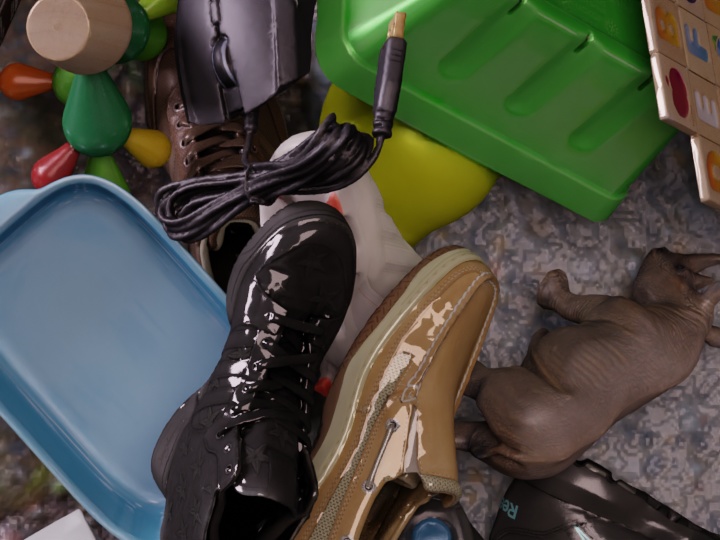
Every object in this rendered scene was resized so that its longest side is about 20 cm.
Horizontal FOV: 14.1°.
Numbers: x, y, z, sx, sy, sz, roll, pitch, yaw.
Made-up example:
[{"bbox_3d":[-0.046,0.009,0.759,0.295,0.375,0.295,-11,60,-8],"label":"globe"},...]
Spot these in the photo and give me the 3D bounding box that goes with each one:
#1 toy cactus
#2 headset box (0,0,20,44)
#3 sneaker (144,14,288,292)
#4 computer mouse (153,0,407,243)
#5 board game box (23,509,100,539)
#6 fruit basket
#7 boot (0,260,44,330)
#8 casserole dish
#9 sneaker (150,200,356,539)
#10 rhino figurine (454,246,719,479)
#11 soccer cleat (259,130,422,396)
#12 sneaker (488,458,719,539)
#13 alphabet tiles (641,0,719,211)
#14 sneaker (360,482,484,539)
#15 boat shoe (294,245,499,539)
[{"bbox_3d":[-0.132,-0.123,1.400,0.102,0.165,0.201,16,97,8],"label":"toy cactus"},{"bbox_3d":[-0.252,-0.139,1.455,0.148,0.077,0.201,22,80,-2],"label":"headset box"},{"bbox_3d":[-0.061,-0.042,1.464,0.070,0.076,0.201,-14,83,-9],"label":"sneaker"},{"bbox_3d":[-0.037,-0.116,1.356,0.046,0.140,0.201,38,50,-40],"label":"computer mouse"},{"bbox_3d":[-0.092,0.228,1.307,0.064,0.148,0.200,-29,56,-2],"label":"board game box"},{"bbox_3d":[0.048,-0.100,1.459,0.214,0.216,0.156,7,58,-6],"label":"fruit basket"},{"bbox_3d":[-0.193,0.020,1.450,0.199,0.074,0.096,7,108,-17],"label":"boot"},{"bbox_3d":[-0.114,0.042,1.399,0.121,0.039,0.200,-40,99,7],"label":"casserole dish"},{"bbox_3d":[-0.044,0.076,1.326,0.060,0.104,0.200,18,112,-27],"label":"sneaker"},{"bbox_3d":[0.121,0.041,1.464,0.200,0.060,0.087,-32,44,-32],"label":"rhino figurine"},{"bbox_3d":[0.000,0.000,1.423,0.069,0.201,0.078,17,51,31],"label":"soccer cleat"},{"bbox_3d":[0.157,0.162,1.468,0.199,0.075,0.080,27,89,8],"label":"sneaker"},{"bbox_3d":[0.188,-0.101,1.456,0.006,0.200,0.167,-16,72,29],"label":"alphabet tiles"},{"bbox_3d":[0.045,0.169,1.436,0.073,0.082,0.200,-39,79,-9],"label":"sneaker"},{"bbox_3d":[0.020,0.087,1.378,0.076,0.072,0.201,28,88,32],"label":"boat shoe"}]
